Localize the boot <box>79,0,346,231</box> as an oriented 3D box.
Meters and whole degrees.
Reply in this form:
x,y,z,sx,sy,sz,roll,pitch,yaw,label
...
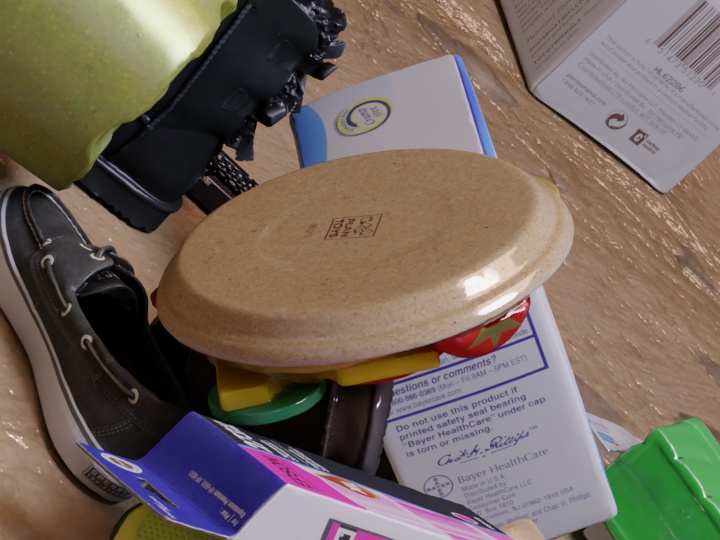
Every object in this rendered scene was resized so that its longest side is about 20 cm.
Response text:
x,y,z,sx,sy,sz,roll,pitch,yaw,label
-0.118,-0.129,1.505,0.198,0.162,0.073,38,19,-19,boot

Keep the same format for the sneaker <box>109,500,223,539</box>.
x,y,z,sx,sy,sz,roll,pitch,yaw,label
-0.018,0.154,1.186,0.200,0.090,0.078,36,61,11,sneaker

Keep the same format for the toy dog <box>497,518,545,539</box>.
x,y,z,sx,sy,sz,roll,pitch,yaw,label
0.036,0.186,1.334,0.200,0.096,0.132,10,40,-36,toy dog

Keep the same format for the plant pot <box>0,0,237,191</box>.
x,y,z,sx,sy,sz,roll,pitch,yaw,label
-0.167,-0.146,1.387,0.184,0.200,0.200,43,19,-7,plant pot

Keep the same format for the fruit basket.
x,y,z,sx,sy,sz,roll,pitch,yaw,label
0.210,0.174,1.715,0.185,0.094,0.200,55,6,25,fruit basket

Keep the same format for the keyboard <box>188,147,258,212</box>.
x,y,z,sx,sy,sz,roll,pitch,yaw,label
-0.103,-0.084,1.633,0.200,0.040,0.104,41,19,-8,keyboard

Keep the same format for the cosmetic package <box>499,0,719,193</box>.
x,y,z,sx,sy,sz,roll,pitch,yaw,label
0.237,-0.208,2.386,0.167,0.166,0.200,35,22,-27,cosmetic package

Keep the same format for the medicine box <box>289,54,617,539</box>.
x,y,z,sx,sy,sz,roll,pitch,yaw,label
0.047,0.022,1.511,0.182,0.103,0.200,-103,173,-56,medicine box

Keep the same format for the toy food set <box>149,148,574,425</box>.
x,y,z,sx,sy,sz,roll,pitch,yaw,label
0.000,0.000,1.305,0.200,0.198,0.049,-100,178,-65,toy food set

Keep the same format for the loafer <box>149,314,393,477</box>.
x,y,z,sx,sy,sz,roll,pitch,yaw,label
-0.049,0.060,1.353,0.071,0.073,0.200,10,2,-27,loafer

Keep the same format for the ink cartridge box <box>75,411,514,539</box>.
x,y,z,sx,sy,sz,roll,pitch,yaw,label
-0.015,0.103,1.217,0.200,0.037,0.095,19,6,-32,ink cartridge box

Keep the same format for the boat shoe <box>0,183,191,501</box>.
x,y,z,sx,sy,sz,roll,pitch,yaw,label
-0.125,0.022,1.345,0.069,0.057,0.200,27,26,-41,boat shoe
